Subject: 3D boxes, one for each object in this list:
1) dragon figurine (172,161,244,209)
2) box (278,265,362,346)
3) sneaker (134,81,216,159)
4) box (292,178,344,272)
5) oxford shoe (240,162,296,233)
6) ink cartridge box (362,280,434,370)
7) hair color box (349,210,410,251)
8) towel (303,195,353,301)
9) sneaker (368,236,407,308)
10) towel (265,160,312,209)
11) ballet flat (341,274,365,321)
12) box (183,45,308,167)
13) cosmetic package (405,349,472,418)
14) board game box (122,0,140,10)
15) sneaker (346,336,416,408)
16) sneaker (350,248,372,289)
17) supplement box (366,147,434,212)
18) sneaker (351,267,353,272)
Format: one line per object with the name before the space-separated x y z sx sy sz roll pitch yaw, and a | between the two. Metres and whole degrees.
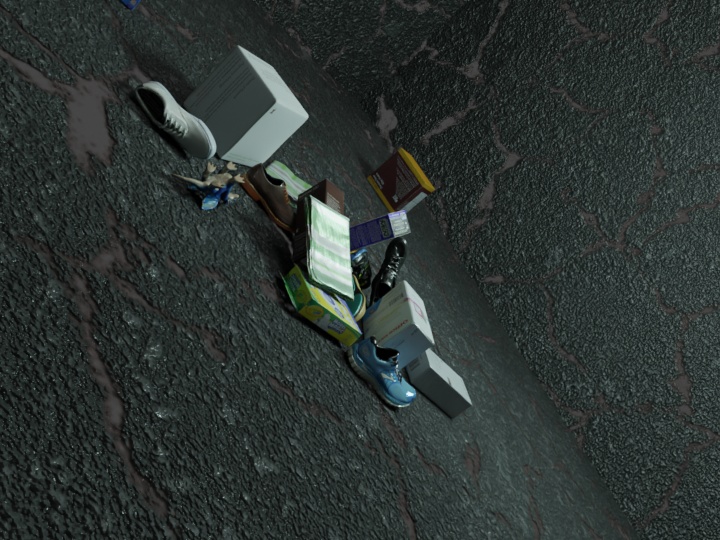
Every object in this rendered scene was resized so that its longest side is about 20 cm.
dragon figurine | -0.293 -0.158 1.309 0.059 0.099 0.199 54 34 6
box | -0.087 0.069 1.418 0.199 0.048 0.118 37 15 -41
sneaker | -0.381 -0.299 1.370 0.199 0.073 0.071 43 25 -1
box | -0.097 -0.104 1.577 0.075 0.099 0.204 37 40 -38
oxford shoe | -0.193 -0.167 1.598 0.200 0.072 0.072 45 16 -28
ink cartridge box | 0.085 0.137 1.600 0.085 0.144 0.201 46 16 -21
hair color box | 0.019 -0.094 1.741 0.109 0.196 0.066 -20 95 -61
towel | -0.066 -0.049 1.471 0.151 0.023 0.205 27 50 -47
sneaker | 0.073 0.017 1.751 0.059 0.203 0.105 24 16 -11
towel | -0.188 -0.229 1.780 0.148 0.031 0.201 38 19 -10
ballet flat | -0.013 0.077 1.605 0.064 0.067 0.201 59 12 -29
box | -0.270 -0.383 1.618 0.173 0.199 0.199 52 14 10
cosmetic package | 0.200 0.285 1.750 0.199 0.074 0.103 41 19 -33
board game box | -0.631 -0.761 1.688 0.199 0.045 0.153 42 19 -32
sneaker | 0.061 0.218 1.453 0.200 0.089 0.079 44 16 -26
sneaker | 0.000 0.000 1.757 0.200 0.069 0.084 58 11 -72
supplement box | 0.172 -0.370 2.885 0.199 0.199 0.132 57 16 18
sneaker | -0.074 -0.014 1.635 0.079 0.074 0.201 31 18 -29
